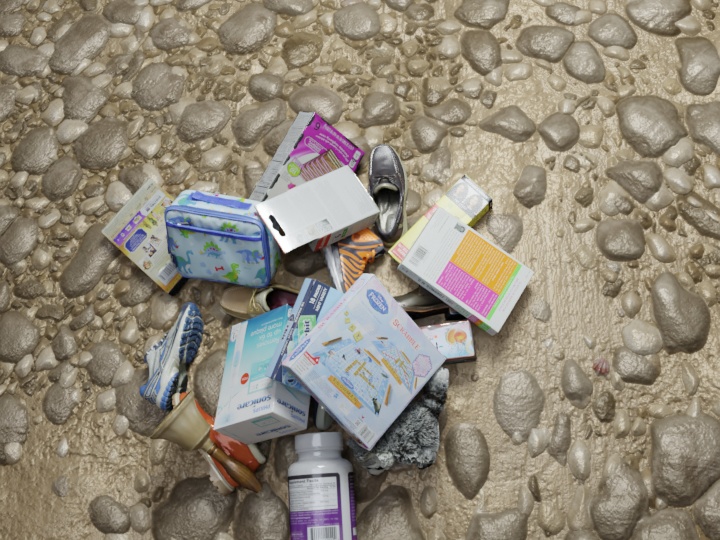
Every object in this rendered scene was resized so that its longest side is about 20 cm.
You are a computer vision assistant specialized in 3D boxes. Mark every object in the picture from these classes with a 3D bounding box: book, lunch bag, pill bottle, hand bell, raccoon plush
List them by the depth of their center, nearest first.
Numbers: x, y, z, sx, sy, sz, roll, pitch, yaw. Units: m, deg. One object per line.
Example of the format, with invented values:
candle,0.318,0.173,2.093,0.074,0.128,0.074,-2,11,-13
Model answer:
raccoon plush,0.057,0.245,1.378,0.134,0.097,0.201,13,82,-17
pill bottle,-0.065,0.375,1.385,0.111,0.111,0.201,-6,74,9
hand bell,-0.246,0.307,1.397,0.200,0.104,0.104,43,86,-5
book,0.180,0.001,1.419,0.200,0.048,0.134,36,65,-2
lunch bag,-0.245,-0.057,1.474,0.199,0.161,0.083,11,38,11

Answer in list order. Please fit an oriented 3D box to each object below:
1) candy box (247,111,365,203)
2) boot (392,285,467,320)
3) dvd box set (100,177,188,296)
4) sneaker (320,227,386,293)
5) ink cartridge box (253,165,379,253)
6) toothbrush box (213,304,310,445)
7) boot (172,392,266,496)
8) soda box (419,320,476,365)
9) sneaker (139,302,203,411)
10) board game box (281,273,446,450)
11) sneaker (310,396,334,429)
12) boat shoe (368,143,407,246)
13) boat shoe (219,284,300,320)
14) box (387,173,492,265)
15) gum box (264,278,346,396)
candy box,-0.098,-0.171,1.521,0.061,0.136,0.200,18,77,56
boot,0.107,0.035,1.452,0.199,0.075,0.097,2,74,-12
dvd box set,-0.385,-0.066,1.602,0.200,0.029,0.146,38,84,18
sneaker,0.000,0.000,1.491,0.112,0.078,0.201,-17,85,-7
ink cartridge box,-0.078,-0.098,1.451,0.200,0.050,0.109,-26,72,-26
toothbrush box,-0.158,0.178,1.409,0.146,0.085,0.201,-21,50,36
boot,-0.251,0.284,1.468,0.107,0.075,0.200,-36,81,-4
soda box,0.098,0.135,1.440,0.199,0.068,0.064,-8,75,9
sneaker,-0.353,0.150,1.518,0.085,0.077,0.201,12,77,17
board game box,0.009,0.144,1.319,0.200,0.041,0.200,-47,111,-17
sneaker,-0.081,0.180,1.465,0.084,0.075,0.201,-2,69,17
boat shoe,0.049,-0.146,1.525,0.072,0.065,0.201,-6,74,9
boat shoe,-0.167,0.054,1.512,0.199,0.066,0.074,2,76,11
box,0.145,-0.076,1.497,0.200,0.050,0.075,-44,74,-2
gum box,-0.032,0.130,1.346,0.200,0.045,0.170,27,81,-26
